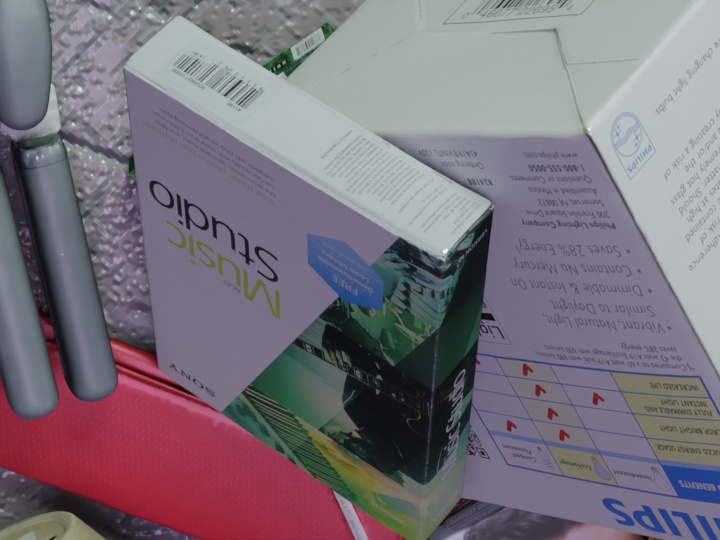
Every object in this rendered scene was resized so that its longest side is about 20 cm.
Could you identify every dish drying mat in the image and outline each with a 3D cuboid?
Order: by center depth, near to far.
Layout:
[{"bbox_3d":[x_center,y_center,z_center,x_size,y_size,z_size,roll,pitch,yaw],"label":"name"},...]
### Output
[{"bbox_3d":[-0.069,0.083,0.921,0.200,0.018,0.077,21,112,-8],"label":"dish drying mat"}]

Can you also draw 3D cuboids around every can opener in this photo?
[{"bbox_3d":[-0.139,-0.033,0.839,0.053,0.066,0.200,-15,112,-14],"label":"can opener"}]

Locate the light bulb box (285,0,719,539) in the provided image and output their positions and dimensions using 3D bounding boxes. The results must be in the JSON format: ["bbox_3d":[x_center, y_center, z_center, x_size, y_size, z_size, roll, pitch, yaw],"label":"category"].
[{"bbox_3d":[0.092,-0.011,0.797,0.125,0.198,0.200,-47,120,-27],"label":"light bulb box"}]

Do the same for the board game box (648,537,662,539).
[{"bbox_3d":[0.204,0.154,0.957,0.200,0.030,0.096,29,76,-32],"label":"board game box"}]

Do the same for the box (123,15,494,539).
[{"bbox_3d":[-0.021,0.010,0.804,0.036,0.144,0.200,-46,156,-27],"label":"box"}]

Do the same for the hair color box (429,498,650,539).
[{"bbox_3d":[0.118,0.159,0.974,0.099,0.061,0.200,-31,115,8],"label":"hair color box"}]

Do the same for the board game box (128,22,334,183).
[{"bbox_3d":[0.000,0.000,0.902,0.105,0.023,0.200,-32,116,11],"label":"board game box"}]

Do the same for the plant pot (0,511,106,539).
[{"bbox_3d":[-0.118,0.214,0.920,0.187,0.187,0.200,-27,102,6],"label":"plant pot"}]
